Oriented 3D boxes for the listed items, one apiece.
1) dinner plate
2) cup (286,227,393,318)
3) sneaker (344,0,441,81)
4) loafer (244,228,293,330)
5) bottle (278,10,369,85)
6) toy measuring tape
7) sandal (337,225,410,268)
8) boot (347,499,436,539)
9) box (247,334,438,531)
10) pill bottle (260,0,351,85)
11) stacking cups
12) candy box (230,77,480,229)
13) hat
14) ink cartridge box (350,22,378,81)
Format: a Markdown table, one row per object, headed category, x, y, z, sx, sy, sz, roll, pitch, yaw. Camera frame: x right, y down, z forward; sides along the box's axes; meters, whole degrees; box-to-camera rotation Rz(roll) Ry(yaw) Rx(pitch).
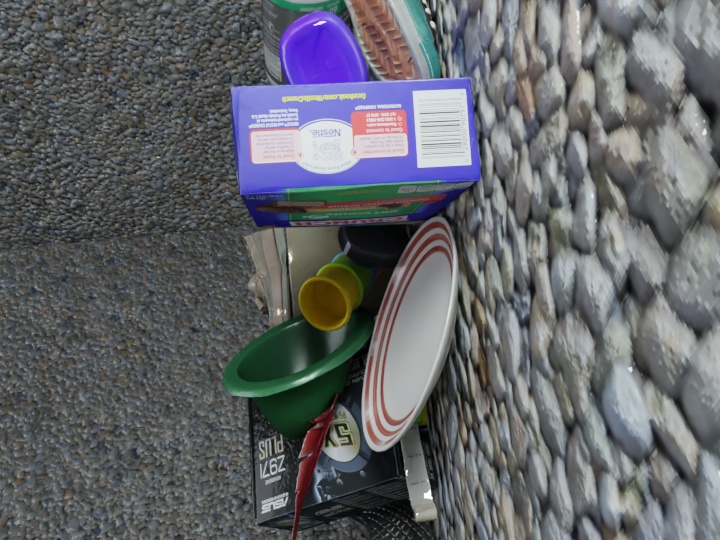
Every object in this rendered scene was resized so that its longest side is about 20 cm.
| category | x | y | z | sx | sy | sz | roll | pitch | yaw |
| --- | --- | --- | --- | --- | --- | --- | --- | --- | --- |
| dinner plate | 0.045 | 0.054 | 0.586 | 0.200 | 0.024 | 0.205 | -162 | 89 | -77 |
| cup | -0.029 | 0.001 | 0.954 | 0.200 | 0.139 | 0.206 | 174 | 90 | -84 |
| sneaker | 0.028 | -0.238 | 0.568 | 0.204 | 0.079 | 0.071 | 65 | 155 | 9 |
| loafer | -0.125 | 0.015 | 0.919 | 0.202 | 0.061 | 0.073 | -102 | 8 | -51 |
| bottle | -0.032 | -0.187 | 0.626 | 0.085 | 0.064 | 0.200 | 63 | -174 | -16 |
| toy measuring tape | 0.048 | 0.132 | 0.664 | 0.074 | 0.072 | 0.204 | 93 | 170 | -59 |
| sandal | 0.016 | -0.032 | 0.743 | 0.200 | 0.075 | 0.044 | -62 | -4 | -74 |
| boot | 0.049 | 0.332 | 0.850 | 0.199 | 0.070 | 0.133 | 28 | 155 | 55 |
| box | -0.028 | 0.186 | 0.779 | 0.086 | 0.197 | 0.167 | 34 | -140 | -49 |
| pill bottle | -0.067 | -0.289 | 0.855 | 0.202 | 0.110 | 0.115 | 94 | 169 | -55 |
| stacking cups | 0.000 | 0.000 | 0.773 | 0.200 | 0.059 | 0.062 | -43 | -47 | -59 |
| candy box | -0.011 | -0.083 | 0.545 | 0.200 | 0.164 | 0.079 | 154 | 112 | -85 |
| hat | -0.048 | 0.162 | 0.733 | 0.165 | 0.197 | 0.180 | 12 | 126 | 60 |
| ink cartridge box | 0.018 | -0.190 | 0.804 | 0.197 | 0.042 | 0.205 | -108 | 17 | -67 |
